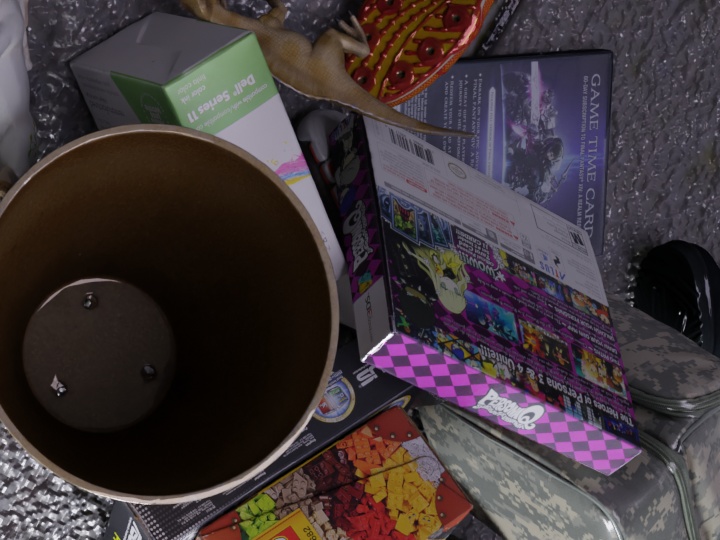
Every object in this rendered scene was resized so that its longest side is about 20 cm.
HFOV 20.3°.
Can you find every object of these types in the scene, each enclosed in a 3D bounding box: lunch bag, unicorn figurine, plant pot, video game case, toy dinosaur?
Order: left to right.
[{"bbox_3d":[-0.195,-0.109,1.086,0.073,0.138,0.201,17,119,1],"label":"unicorn figurine"},{"bbox_3d":[-0.127,0.034,1.079,0.185,0.200,0.188,3,81,-17],"label":"plant pot"},{"bbox_3d":[-0.028,-0.118,1.178,0.199,0.101,0.058,30,110,-4],"label":"toy dinosaur"},{"bbox_3d":[0.074,0.012,1.202,0.199,0.182,0.036,26,128,-33],"label":"video game case"},{"bbox_3d":[0.083,-0.069,1.330,0.199,0.019,0.144,-8,106,-34],"label":"video game case"},{"bbox_3d":[0.159,0.102,1.315,0.167,0.199,0.140,-40,135,-22],"label":"lunch bag"}]

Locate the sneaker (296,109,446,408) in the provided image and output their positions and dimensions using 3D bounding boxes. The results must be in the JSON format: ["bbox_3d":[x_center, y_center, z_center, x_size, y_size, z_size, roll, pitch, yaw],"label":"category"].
[{"bbox_3d":[0.000,0.000,1.248,0.077,0.082,0.201,-24,87,-54],"label":"sneaker"}]

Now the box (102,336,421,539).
[{"bbox_3d":[-0.061,0.121,1.200,0.199,0.160,0.044,-32,76,-25],"label":"box"}]

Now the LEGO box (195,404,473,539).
[{"bbox_3d":[-0.035,0.181,1.201,0.148,0.200,0.077,-31,76,-26],"label":"LEGO box"}]

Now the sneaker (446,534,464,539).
[{"bbox_3d":[0.074,0.254,1.370,0.089,0.078,0.201,-43,122,-21],"label":"sneaker"}]

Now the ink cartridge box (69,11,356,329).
[{"bbox_3d":[-0.080,-0.041,1.162,0.067,0.117,0.201,-35,119,-24],"label":"ink cartridge box"}]

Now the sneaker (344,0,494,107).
[{"bbox_3d":[0.062,-0.176,1.252,0.200,0.073,0.077,-52,163,-9],"label":"sneaker"}]

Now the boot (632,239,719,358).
[{"bbox_3d":[0.286,0.047,1.460,0.167,0.076,0.202,-21,120,-25],"label":"boot"}]
